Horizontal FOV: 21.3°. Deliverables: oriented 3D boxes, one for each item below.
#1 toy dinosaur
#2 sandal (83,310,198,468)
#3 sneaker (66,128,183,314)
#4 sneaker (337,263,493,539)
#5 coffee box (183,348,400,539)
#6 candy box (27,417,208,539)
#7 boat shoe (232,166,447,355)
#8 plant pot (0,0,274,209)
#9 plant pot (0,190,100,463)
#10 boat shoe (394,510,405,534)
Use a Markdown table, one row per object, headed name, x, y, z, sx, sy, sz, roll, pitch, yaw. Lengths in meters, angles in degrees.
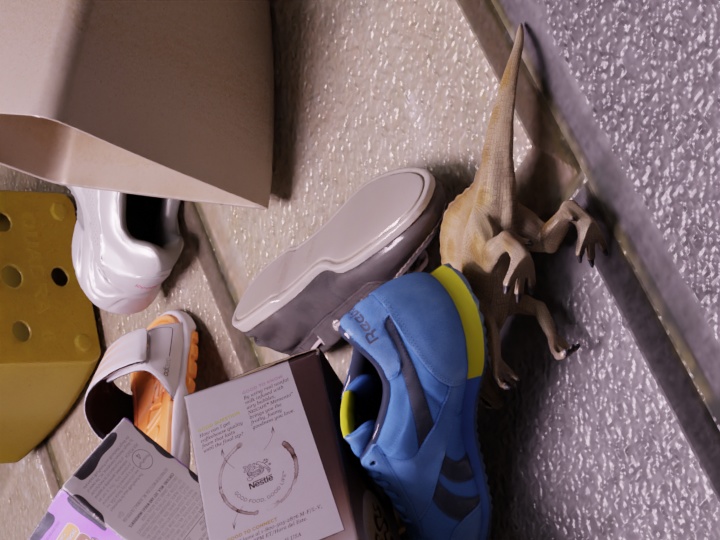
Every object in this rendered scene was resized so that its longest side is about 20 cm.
| name | x | y | z | sx | sy | sz | roll | pitch | yaw |
| --- | --- | --- | --- | --- | --- | --- | --- | --- | --- |
| toy dinosaur | 0.069 | -0.017 | 0.952 | 0.101 | 0.058 | 0.201 | 28 | 116 | 55 |
| sandal | -0.146 | 0.088 | 1.248 | 0.079 | 0.059 | 0.207 | -56 | 23 | 26 |
| sneaker | -0.163 | -0.078 | 1.316 | 0.099 | 0.078 | 0.201 | -33 | 74 | 47 |
| sneaker | 0.021 | 0.087 | 0.982 | 0.066 | 0.078 | 0.201 | 47 | 151 | 44 |
| coffee box | -0.022 | 0.158 | 0.980 | 0.113 | 0.080 | 0.201 | 59 | -166 | -55 |
| candy box | -0.110 | 0.210 | 1.151 | 0.200 | 0.072 | 0.168 | 39 | 136 | 0 |
| boat shoe | 0.000 | 0.000 | 1.080 | 0.200 | 0.057 | 0.067 | -32 | 30 | 51 |
| plant pot | -0.167 | -0.154 | 1.171 | 0.199 | 0.199 | 0.178 | 9 | 82 | 38 |
| plant pot | -0.309 | 0.031 | 1.452 | 0.176 | 0.199 | 0.201 | -27 | 70 | 44 |
| boat shoe | -0.012 | 0.151 | 1.086 | 0.066 | 0.074 | 0.200 | -47 | 58 | 22 |
